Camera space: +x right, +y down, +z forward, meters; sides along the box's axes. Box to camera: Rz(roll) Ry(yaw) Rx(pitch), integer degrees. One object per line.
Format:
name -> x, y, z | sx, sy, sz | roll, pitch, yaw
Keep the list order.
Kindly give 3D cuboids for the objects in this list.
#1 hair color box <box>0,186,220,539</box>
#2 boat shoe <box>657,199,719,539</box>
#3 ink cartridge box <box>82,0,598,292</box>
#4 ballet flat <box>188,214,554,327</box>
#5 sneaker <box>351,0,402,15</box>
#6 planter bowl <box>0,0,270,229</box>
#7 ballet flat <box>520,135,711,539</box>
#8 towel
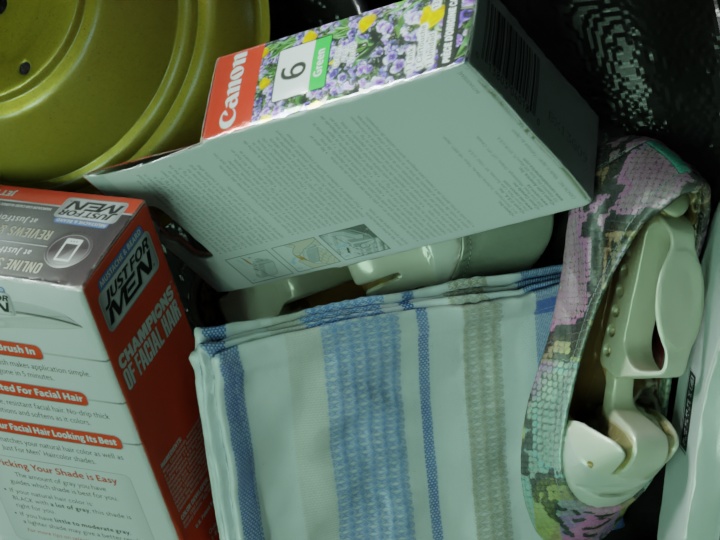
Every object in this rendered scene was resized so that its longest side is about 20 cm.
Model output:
hair color box -> -0.129, 0.059, 1.054 | 0.111, 0.064, 0.200 | 7, 134, 27
boat shoe -> 0.176, 0.045, 1.003 | 0.063, 0.071, 0.201 | 6, 111, -6
ink cartridge box -> -0.009, -0.054, 1.005 | 0.199, 0.051, 0.109 | -13, 142, 31
ballet flat -> 0.000, 0.000, 1.086 | 0.200, 0.064, 0.068 | -17, 91, 37
sneaker -> 0.004, -0.182, 0.986 | 0.072, 0.083, 0.201 | -14, 104, 36
planter bowl -> -0.148, -0.110, 1.055 | 0.200, 0.083, 0.201 | -6, 75, 21
ballet flat -> 0.116, 0.042, 1.014 | 0.071, 0.069, 0.201 | 35, 122, 54
towel -> 0.025, 0.077, 1.051 | 0.024, 0.199, 0.147 | -128, 30, -64
